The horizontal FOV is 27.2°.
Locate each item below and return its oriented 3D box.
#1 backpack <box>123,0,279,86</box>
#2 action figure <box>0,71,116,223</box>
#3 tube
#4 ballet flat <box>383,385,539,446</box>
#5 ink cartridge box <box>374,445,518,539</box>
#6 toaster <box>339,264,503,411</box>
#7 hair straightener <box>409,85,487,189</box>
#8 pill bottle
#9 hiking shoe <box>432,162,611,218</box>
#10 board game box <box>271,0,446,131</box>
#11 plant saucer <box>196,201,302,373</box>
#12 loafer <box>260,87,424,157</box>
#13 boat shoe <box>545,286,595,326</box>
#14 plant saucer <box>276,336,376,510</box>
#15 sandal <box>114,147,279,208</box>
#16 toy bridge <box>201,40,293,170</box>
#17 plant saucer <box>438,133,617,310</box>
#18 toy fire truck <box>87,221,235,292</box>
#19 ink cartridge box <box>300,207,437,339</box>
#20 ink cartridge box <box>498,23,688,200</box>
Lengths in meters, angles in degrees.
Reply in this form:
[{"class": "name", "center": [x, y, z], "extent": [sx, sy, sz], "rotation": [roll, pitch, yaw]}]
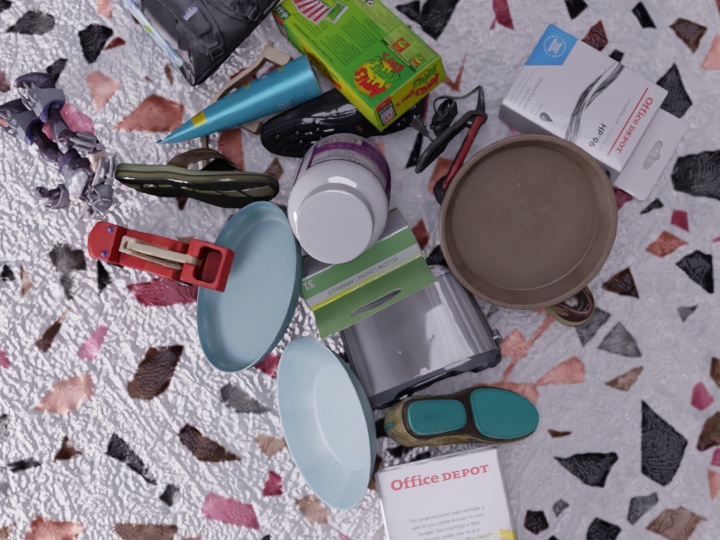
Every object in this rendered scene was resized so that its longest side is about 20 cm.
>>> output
[{"class": "backpack", "center": [-0.212, -0.344, 1.749], "extent": [0.200, 0.154, 0.163], "rotation": [42, 95, -15]}, {"class": "action figure", "center": [-0.353, -0.137, 1.754], "extent": [0.200, 0.069, 0.130], "rotation": [51, 126, 19]}, {"class": "tube", "center": [-0.143, -0.188, 1.730], "extent": [0.199, 0.077, 0.051], "rotation": [-24, 92, 3]}, {"class": "ballet flat", "center": [0.111, 0.169, 1.694], "extent": [0.199, 0.071, 0.071], "rotation": [1, 84, -34]}, {"class": "ink cartridge box", "center": [0.106, 0.309, 1.687], "extent": [0.144, 0.084, 0.201], "rotation": [-12, 84, 3]}, {"class": "toaster", "center": [0.056, 0.077, 1.698], "extent": [0.199, 0.114, 0.130], "rotation": [-23, 80, 11]}, {"class": "hair straightener", "center": [0.098, -0.167, 1.693], "extent": [0.077, 0.200, 0.041], "rotation": [29, 131, 2]}, {"class": "pill bottle", "center": [-0.023, -0.077, 1.656], "extent": [0.112, 0.200, 0.113], "rotation": [1, 109, 3]}, {"class": "hiking shoe", "center": [0.180, -0.098, 1.684], "extent": [0.199, 0.076, 0.101], "rotation": [6, 127, -21]}, {"class": "board game box", "center": [-0.003, -0.262, 1.722], "extent": [0.101, 0.048, 0.200], "rotation": [-39, 61, -7]}, {"class": "plant saucer", "center": [-0.123, 0.021, 1.700], "extent": [0.027, 0.200, 0.201], "rotation": [16, 85, -35]}, {"class": "loafer", "center": [-0.022, -0.186, 1.756], "extent": [0.200, 0.068, 0.071], "rotation": [-15, 49, 9]}, {"class": "boat shoe", "center": [0.192, -0.014, 1.714], "extent": [0.072, 0.072, 0.200], "rotation": [-45, 83, -1]}, {"class": "plant saucer", "center": [-0.030, 0.168, 1.677], "extent": [0.039, 0.201, 0.202], "rotation": [-14, 83, -31]}, {"class": "sandal", "center": [-0.191, -0.116, 1.726], "extent": [0.200, 0.080, 0.058], "rotation": [8, 72, 15]}, {"class": "toy bridge", "center": [-0.149, -0.184, 1.777], "extent": [0.067, 0.027, 0.201], "rotation": [25, 88, 7]}, {"class": "plant saucer", "center": [0.184, -0.055, 1.640], "extent": [0.199, 0.029, 0.201], "rotation": [-1, 108, -4]}, {"class": "toy fire truck", "center": [-0.232, -0.018, 1.704], "extent": [0.199, 0.141, 0.049], "rotation": [14, 86, 12]}, {"class": "ink cartridge box", "center": [0.000, 0.000, 1.666], "extent": [0.145, 0.200, 0.048], "rotation": [-27, 104, 1]}, {"class": "ink cartridge box", "center": [0.274, -0.182, 1.720], "extent": [0.199, 0.068, 0.116], "rotation": [31, 82, 6]}]
